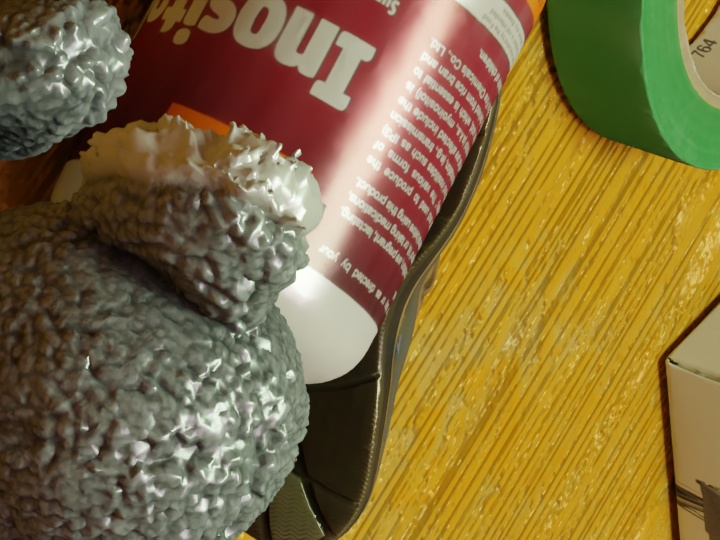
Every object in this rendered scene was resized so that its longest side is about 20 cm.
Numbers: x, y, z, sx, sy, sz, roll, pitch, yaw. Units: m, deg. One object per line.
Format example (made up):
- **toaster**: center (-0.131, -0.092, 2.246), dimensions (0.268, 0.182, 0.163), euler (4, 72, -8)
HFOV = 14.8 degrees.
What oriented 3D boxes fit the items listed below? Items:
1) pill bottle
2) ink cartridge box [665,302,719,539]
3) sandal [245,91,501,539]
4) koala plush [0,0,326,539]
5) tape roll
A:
- **pill bottle**: center (-0.027, -0.039, 0.877), dimensions (0.201, 0.113, 0.113), euler (-63, 147, -11)
- **ink cartridge box**: center (0.223, 0.088, 1.342), dimensions (0.145, 0.083, 0.201), euler (-42, 138, -36)
- **sandal**: center (0.000, 0.000, 0.976), dimensions (0.055, 0.081, 0.201), euler (-21, 124, -70)
- **koala plush**: center (-0.098, 0.022, 0.726), dimensions (0.183, 0.199, 0.178), euler (-3, 110, -55)
- **tape roll**: center (0.150, -0.144, 1.142), dimensions (0.200, 0.048, 0.201), euler (-32, 132, -44)
